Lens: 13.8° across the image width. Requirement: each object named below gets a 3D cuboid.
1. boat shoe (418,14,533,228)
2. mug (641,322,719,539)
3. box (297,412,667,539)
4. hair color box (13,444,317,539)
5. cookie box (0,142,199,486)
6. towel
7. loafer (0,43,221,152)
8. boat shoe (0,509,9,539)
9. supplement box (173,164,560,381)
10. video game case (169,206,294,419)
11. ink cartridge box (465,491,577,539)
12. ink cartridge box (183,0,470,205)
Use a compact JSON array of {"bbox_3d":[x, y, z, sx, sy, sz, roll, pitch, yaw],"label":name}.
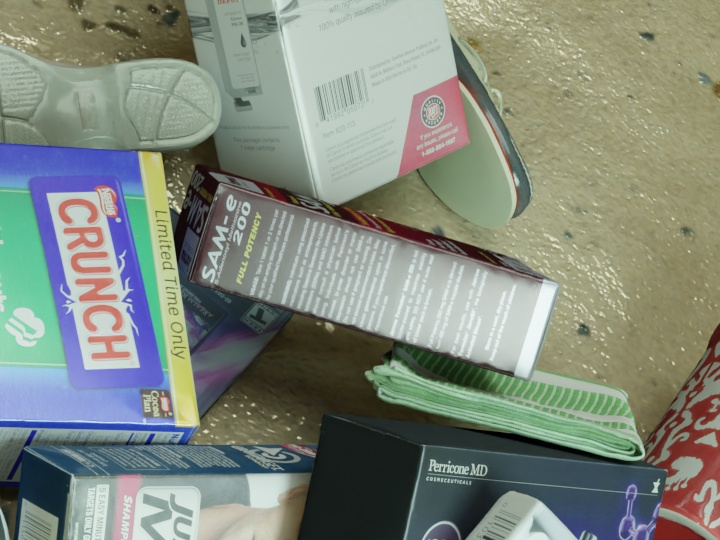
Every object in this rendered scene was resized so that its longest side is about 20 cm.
[{"bbox_3d":[0.054,-0.111,1.875,0.062,0.071,0.200,-10,55,-42],"label":"boat shoe"},{"bbox_3d":[0.238,0.136,1.729,0.177,0.134,0.200,39,45,6],"label":"mug"},{"bbox_3d":[0.058,0.155,1.541,0.079,0.142,0.199,12,2,43],"label":"box"},{"bbox_3d":[-0.077,0.144,1.526,0.199,0.101,0.060,1,11,-33],"label":"hair color box"},{"bbox_3d":[-0.196,0.021,1.556,0.199,0.075,0.172,3,59,-23],"label":"cookie box"},{"bbox_3d":[0.081,0.068,1.648,0.152,0.024,0.200,14,4,3],"label":"towel"},{"bbox_3d":[-0.182,-0.089,1.711,0.199,0.063,0.072,1,81,-20],"label":"loafer"},{"bbox_3d":[-0.208,0.093,1.441,0.070,0.201,0.066,-16,17,-19],"label":"boat shoe"},{"bbox_3d":[0.000,0.000,1.662,0.199,0.061,0.109,16,5,-12],"label":"supplement box"},{"bbox_3d":[-0.139,0.032,1.655,0.143,0.019,0.200,39,41,3],"label":"video game case"},{"bbox_3d":[0.079,0.247,1.463,0.198,0.043,0.200,-49,113,-13],"label":"ink cartridge box"},{"bbox_3d":[-0.024,-0.150,1.765,0.146,0.083,0.201,-26,110,-44],"label":"ink cartridge box"}]
